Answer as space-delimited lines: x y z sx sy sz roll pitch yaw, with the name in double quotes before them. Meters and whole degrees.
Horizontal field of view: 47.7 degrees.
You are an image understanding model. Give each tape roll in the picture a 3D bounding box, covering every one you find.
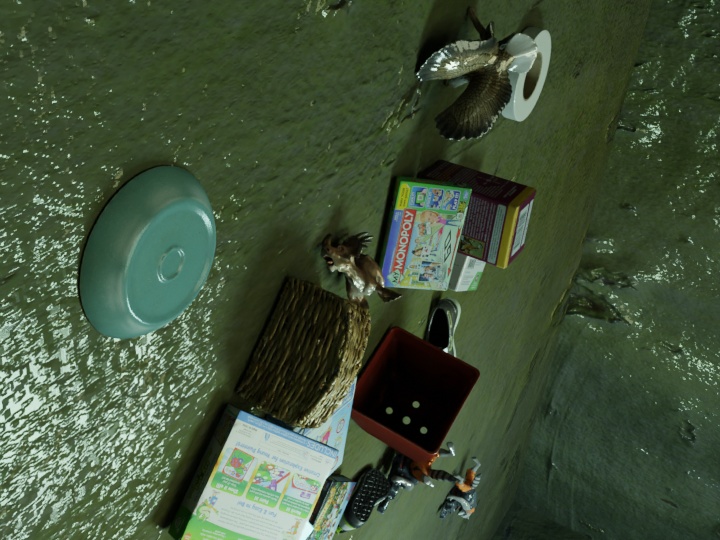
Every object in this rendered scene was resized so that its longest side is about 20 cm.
"tape roll" 0.360 -0.427 1.776 0.203 0.037 0.204 -46 148 -40

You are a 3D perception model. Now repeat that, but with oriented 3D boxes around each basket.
"basket" -0.061 0.133 1.212 0.201 0.142 0.149 -65 156 -6

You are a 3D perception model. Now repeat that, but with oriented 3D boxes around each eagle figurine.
"eagle figurine" 0.194 -0.334 1.392 0.200 0.151 0.151 -54 173 -41

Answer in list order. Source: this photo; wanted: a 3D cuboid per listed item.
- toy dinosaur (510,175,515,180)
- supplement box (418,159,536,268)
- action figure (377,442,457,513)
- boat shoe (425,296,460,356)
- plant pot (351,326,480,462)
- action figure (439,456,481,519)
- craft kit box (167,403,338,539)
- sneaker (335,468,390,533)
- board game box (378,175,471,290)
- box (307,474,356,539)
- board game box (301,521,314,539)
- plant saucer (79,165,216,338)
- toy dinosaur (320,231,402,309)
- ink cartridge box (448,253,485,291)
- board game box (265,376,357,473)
"toy dinosaur" 0.309 -0.129 1.921 0.201 0.058 0.101 99 11 -45
"supplement box" 0.207 -0.107 1.514 0.103 0.199 0.132 -39 143 -49
"action figure" 0.123 0.484 1.879 0.193 0.104 0.201 -31 -154 54
"boat shoe" 0.179 0.161 1.852 0.060 0.071 0.202 -22 123 -54
"plant pot" 0.099 0.269 1.637 0.200 0.199 0.177 -55 164 -27
"action figure" 0.335 0.731 2.635 0.200 0.104 0.195 -40 135 -51
"craft kit box" -0.150 0.321 1.188 0.200 0.048 0.198 32 75 -35
"sneaker" -0.006 0.503 1.774 0.083 0.072 0.200 -41 175 29
"board game box" 0.111 -0.063 1.450 0.029 0.134 0.201 -118 -145 -61
"box" -0.085 0.502 1.607 0.201 0.038 0.137 -66 157 -5
"board game box" -0.178 0.436 1.260 0.200 0.047 0.151 -49 135 -21
"plant saucer" -0.217 -0.013 0.887 0.200 0.036 0.201 -47 149 -41
"toy dinosaur" 0.000 0.000 1.324 0.085 0.136 0.200 -26 177 1
"ink cartridge box" 0.223 -0.063 1.730 0.145 0.084 0.201 0 110 -65
"board game box" -0.092 0.292 1.392 0.200 0.056 0.197 -32 138 -54
